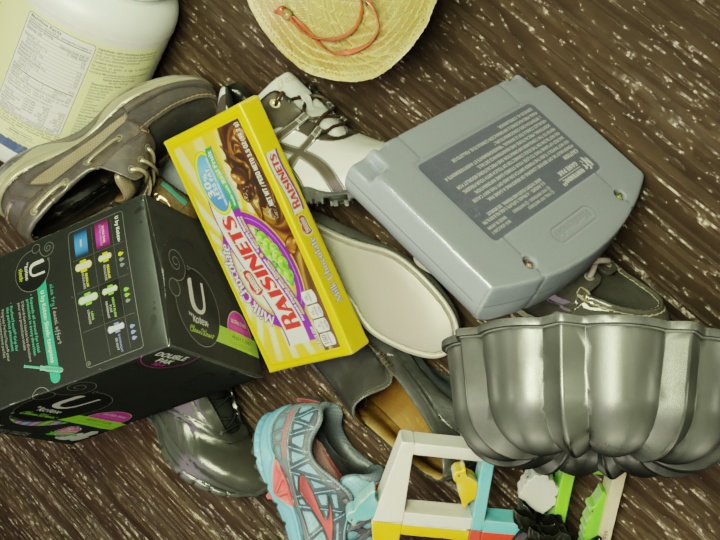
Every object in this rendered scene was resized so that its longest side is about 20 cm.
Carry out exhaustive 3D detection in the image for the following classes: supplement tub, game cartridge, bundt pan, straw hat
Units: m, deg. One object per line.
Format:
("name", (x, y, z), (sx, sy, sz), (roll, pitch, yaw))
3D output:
("supplement tub", (-0.235, -0.192, 0.924), (0.145, 0.144, 0.201), (43, 122, 16))
("game cartridge", (0.095, -0.049, 0.712), (0.133, 0.199, 0.041), (42, 134, 17))
("bundt pan", (0.147, 0.087, 0.711), (0.199, 0.201, 0.077), (-6, 72, 34))
("straw hat", (0.001, -0.242, 0.788), (0.199, 0.085, 0.205), (15, 117, 32))

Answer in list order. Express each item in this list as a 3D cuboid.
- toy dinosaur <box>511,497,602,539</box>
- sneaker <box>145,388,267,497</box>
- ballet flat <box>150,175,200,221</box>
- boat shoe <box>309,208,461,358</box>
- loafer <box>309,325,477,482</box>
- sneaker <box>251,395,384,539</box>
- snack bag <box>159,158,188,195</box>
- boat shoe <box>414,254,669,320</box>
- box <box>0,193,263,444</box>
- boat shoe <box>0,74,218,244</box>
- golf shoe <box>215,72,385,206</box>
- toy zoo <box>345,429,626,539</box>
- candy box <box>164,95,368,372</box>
("toy dinosaur", (0.117, 0.248, 0.800), (0.102, 0.198, 0.137), (41, 116, 34))
("sneaker", (-0.144, 0.113, 0.977), (0.199, 0.076, 0.091), (41, 112, 11))
("ballet flat", (-0.225, -0.033, 0.978), (0.198, 0.068, 0.073), (-20, 118, 34))
("boat shoe", (0.000, 0.000, 0.887), (0.198, 0.057, 0.068), (31, 107, 18))
("loafer", (0.015, 0.090, 0.883), (0.198, 0.072, 0.074), (32, 120, 22))
("sneaker", (-0.016, 0.200, 0.934), (0.095, 0.079, 0.202), (-30, 87, 34))
("snack bag", (-0.161, 0.004, 1.008), (0.189, 0.021, 0.200), (50, 124, 11))
("boat shoe", (0.120, -0.007, 0.779), (0.198, 0.067, 0.058), (21, 121, 31))
("box", (-0.203, 0.046, 0.898), (0.197, 0.148, 0.126), (-21, 70, 18))
("boat shoe", (-0.193, -0.081, 0.900), (0.074, 0.198, 0.075), (53, 170, 29))
("golf shoe", (-0.040, -0.102, 0.862), (0.197, 0.077, 0.096), (6, 107, 31))
("toy zoo", (0.086, 0.186, 0.829), (0.196, 0.021, 0.133), (6, 111, -5))
("candy box", (-0.073, -0.022, 0.859), (0.101, 0.026, 0.203), (-15, 102, 47))
